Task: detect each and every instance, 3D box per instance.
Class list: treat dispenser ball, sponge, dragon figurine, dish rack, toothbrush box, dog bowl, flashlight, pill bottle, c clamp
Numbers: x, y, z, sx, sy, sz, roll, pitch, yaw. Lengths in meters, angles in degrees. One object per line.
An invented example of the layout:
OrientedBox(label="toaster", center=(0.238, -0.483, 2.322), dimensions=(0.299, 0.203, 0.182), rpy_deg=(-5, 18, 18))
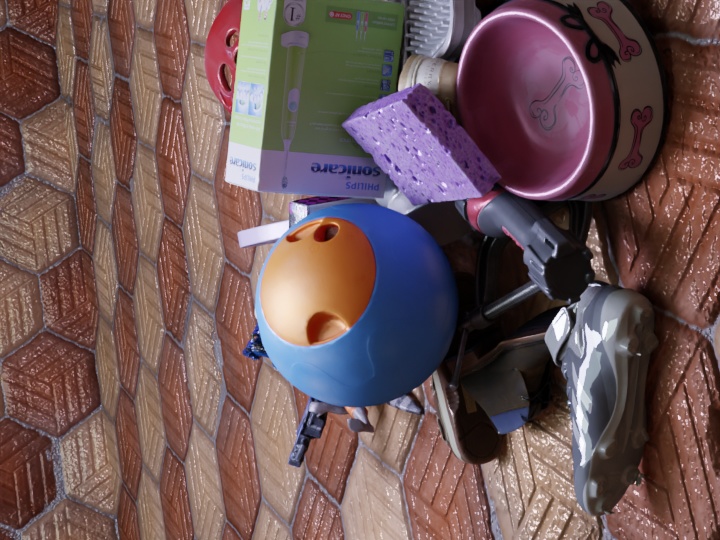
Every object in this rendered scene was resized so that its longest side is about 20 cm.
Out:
OrientedBox(label="treat dispenser ball", center=(-0.004, 0.034, 1.377), dimensions=(0.201, 0.201, 0.201), rpy_deg=(176, 90, -67))
OrientedBox(label="sponge", center=(0.053, -0.113, 1.295), dimensions=(0.112, 0.030, 0.200), rpy_deg=(49, 169, -11))
OrientedBox(label="dragon figurine", center=(-0.067, 0.097, 1.656), dimensions=(0.200, 0.099, 0.059), rpy_deg=(0, 69, 61))
OrientedBox(label="dish rack", center=(0.073, -0.265, 1.380), dimensions=(0.200, 0.043, 0.172), rpy_deg=(140, 132, -69))
OrientedBox(label="toothbrush box", center=(-0.046, -0.178, 1.411), dimensions=(0.086, 0.145, 0.200), rpy_deg=(18, 105, 60))
OrientedBox(label="dog bowl", center=(0.164, -0.149, 1.208), dimensions=(0.200, 0.074, 0.200), rpy_deg=(26, 124, 45))
OrientedBox(label="flashlight", center=(0.148, -0.033, 1.254), dimensions=(0.068, 0.068, 0.200), rpy_deg=(-62, 28, 17))
OrientedBox(label="pill bottle", center=(0.056, -0.132, 1.489), dimensions=(0.114, 0.114, 0.200), rpy_deg=(119, 141, -53))
OrientedBox(label="c clamp", center=(0.154, 0.003, 1.315), dimensions=(0.200, 0.027, 0.171), rpy_deg=(-40, 35, 47))

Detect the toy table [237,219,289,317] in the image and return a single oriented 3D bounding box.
OrientedBox(label="toy table", center=(-0.052, -0.008, 1.713), dimensions=(0.200, 0.184, 0.117), rpy_deg=(-10, 90, 39))

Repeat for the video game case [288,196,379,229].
OrientedBox(label="video game case", center=(0.000, 0.000, 1.543), dimensions=(0.036, 0.200, 0.182), rpy_deg=(16, 111, 41))

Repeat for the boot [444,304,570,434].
OrientedBox(label="boot", center=(0.170, 0.097, 1.349), dimensions=(0.200, 0.075, 0.097), rpy_deg=(-24, 96, 56))

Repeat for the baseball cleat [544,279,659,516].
OrientedBox(label="baseball cleat", center=(0.205, 0.109, 1.225), dimensions=(0.106, 0.070, 0.200), rpy_deg=(21, 103, 51))

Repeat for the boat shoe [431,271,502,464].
OrientedBox(label="boat shoe", center=(0.100, 0.102, 1.480), dimensions=(0.075, 0.075, 0.203), rpy_deg=(-179, 85, -73))

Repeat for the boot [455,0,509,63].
OrientedBox(label="boot", center=(0.135, -0.255, 1.359), dimensions=(0.200, 0.066, 0.165), rpy_deg=(155, 111, -71))

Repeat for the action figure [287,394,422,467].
OrientedBox(label="action figure", center=(-0.008, 0.161, 1.715), dimensions=(0.200, 0.104, 0.193), rpy_deg=(-69, 18, -4))

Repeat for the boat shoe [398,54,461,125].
OrientedBox(label="boat shoe", center=(0.107, -0.130, 1.337), dimensions=(0.069, 0.200, 0.074), rpy_deg=(6, 64, 35))

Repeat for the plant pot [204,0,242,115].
OrientedBox(label="plant pot", center=(-0.063, -0.230, 1.653), dimensions=(0.183, 0.200, 0.201), rpy_deg=(52, 140, 48))
